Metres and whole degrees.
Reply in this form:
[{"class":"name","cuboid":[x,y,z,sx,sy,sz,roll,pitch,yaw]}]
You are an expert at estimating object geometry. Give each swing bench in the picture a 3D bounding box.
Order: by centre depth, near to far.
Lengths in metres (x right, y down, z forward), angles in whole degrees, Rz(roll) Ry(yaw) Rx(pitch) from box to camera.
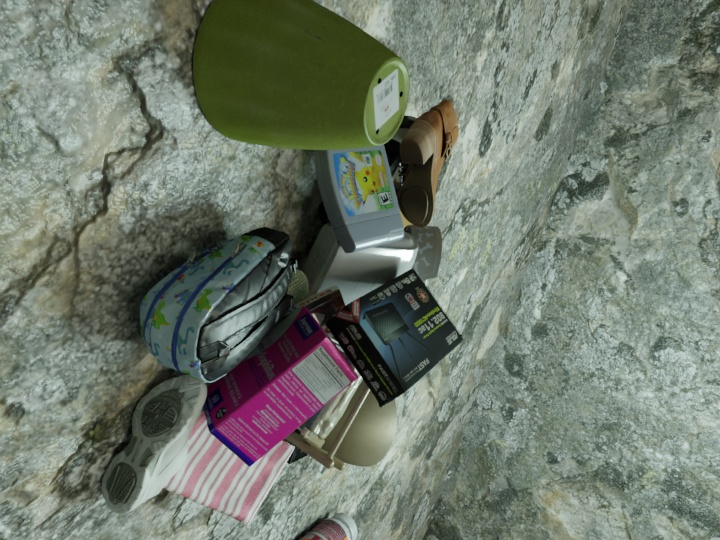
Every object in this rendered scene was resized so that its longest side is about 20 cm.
[{"class":"swing bench","cuboid":[-0.072,0.196,0.902,0.200,0.199,0.130,-58,162,-16]}]

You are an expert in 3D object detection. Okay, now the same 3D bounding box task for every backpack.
[{"class":"backpack","cuboid":[-0.178,0.049,0.676,0.201,0.153,0.164,-72,175,-53]}]

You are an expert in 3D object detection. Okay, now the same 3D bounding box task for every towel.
[{"class":"towel","cuboid":[-0.209,0.304,0.837,0.200,0.030,0.147,42,71,-30]}]

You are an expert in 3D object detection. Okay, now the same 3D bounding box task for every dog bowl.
[{"class":"dog bowl","cuboid":[0.098,0.000,1.067,0.200,0.058,0.202,-164,-90,-81]}]

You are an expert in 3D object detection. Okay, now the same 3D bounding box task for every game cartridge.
[{"class":"game cartridge","cuboid":[-0.005,-0.133,0.821,0.133,0.040,0.202,-17,94,-39]}]

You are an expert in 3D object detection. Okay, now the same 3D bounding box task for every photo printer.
[{"class":"photo printer","cuboid":[0.000,0.000,0.923,0.199,0.070,0.167,2,131,-38]}]

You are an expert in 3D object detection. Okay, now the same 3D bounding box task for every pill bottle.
[{"class":"pill bottle","cuboid":[-0.094,0.739,1.425,0.200,0.109,0.110,-5,116,-61]}]

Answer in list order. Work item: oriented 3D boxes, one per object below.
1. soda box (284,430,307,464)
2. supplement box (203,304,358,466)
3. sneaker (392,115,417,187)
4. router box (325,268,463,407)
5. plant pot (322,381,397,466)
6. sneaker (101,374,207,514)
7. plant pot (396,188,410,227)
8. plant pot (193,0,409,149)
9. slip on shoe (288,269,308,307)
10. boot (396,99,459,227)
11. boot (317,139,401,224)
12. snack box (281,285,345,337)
[{"class":"soda box","cuboid":[-0.113,0.269,1.041,0.063,0.070,0.201,4,108,-62]},{"class":"supplement box","cuboid":[-0.120,0.163,0.767,0.200,0.101,0.104,-38,125,-7]},{"class":"sneaker","cuboid":[0.094,-0.213,1.006,0.200,0.073,0.081,56,44,-59]},{"class":"router box","cuboid":[0.060,0.097,0.833,0.062,0.150,0.200,-41,171,39]},{"class":"plant pot","cuboid":[-0.038,0.305,1.113,0.134,0.200,0.202,16,99,-36]},{"class":"sneaker","cuboid":[-0.268,0.229,0.731,0.201,0.078,0.099,-56,160,1]},{"class":"plant pot","cuboid":[0.094,-0.108,1.168,0.200,0.027,0.201,-44,147,-38]},{"class":"plant pot","cuboid":[-0.052,-0.215,0.607,0.187,0.199,0.188,-42,145,-39]},{"class":"slip on shoe","cuboid":[-0.141,0.088,0.854,0.074,0.061,0.201,16,100,-25]},{"class":"boot","cuboid":[0.130,-0.191,0.953,0.155,0.073,0.201,-52,152,-37]},{"class":"boot","cuboid":[0.019,-0.115,0.958,0.201,0.076,0.168,-52,148,-13]},{"class":"snack box","cuboid":[-0.112,0.098,0.821,0.199,0.024,0.072,-26,116,-14]}]
